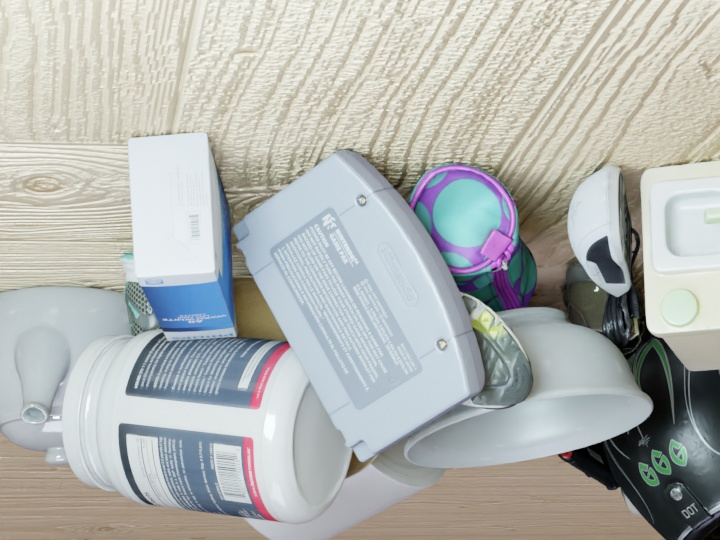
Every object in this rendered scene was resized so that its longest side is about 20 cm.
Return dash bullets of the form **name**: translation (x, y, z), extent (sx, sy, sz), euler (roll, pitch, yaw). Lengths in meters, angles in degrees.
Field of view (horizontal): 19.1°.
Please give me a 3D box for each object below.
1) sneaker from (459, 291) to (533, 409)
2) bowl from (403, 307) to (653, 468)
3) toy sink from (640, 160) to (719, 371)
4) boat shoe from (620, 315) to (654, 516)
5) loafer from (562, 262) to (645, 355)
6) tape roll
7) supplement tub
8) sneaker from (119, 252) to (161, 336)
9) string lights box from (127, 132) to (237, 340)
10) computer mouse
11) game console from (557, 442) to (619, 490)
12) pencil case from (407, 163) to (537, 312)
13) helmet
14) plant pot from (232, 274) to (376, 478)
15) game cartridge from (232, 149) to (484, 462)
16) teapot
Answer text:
- **sneaker**: translation (0.047, 0.043, 1.592), extent (0.200, 0.075, 0.085), euler (29, 180, 22)
- **bowl**: translation (0.124, 0.086, 1.677), extent (0.200, 0.091, 0.201), euler (-9, 162, -3)
- **toy sink**: translation (0.274, -0.009, 1.605), extent (0.112, 0.131, 0.200), euler (-6, 166, 16)
- **boat shoe**: translation (0.262, 0.136, 2.031), extent (0.075, 0.201, 0.093), euler (28, 159, -38)
- **loafer**: translation (0.216, 0.046, 1.916), extent (0.075, 0.070, 0.200), euler (-5, 165, 13)
- **tape roll**: translation (-0.034, 0.126, 1.879), extent (0.139, 0.203, 0.202), euler (-31, 152, 29)
- **supplement tub**: translation (-0.117, 0.119, 1.671), extent (0.199, 0.141, 0.140), euler (5, 169, 25)
- **sneaker**: translation (-0.160, 0.047, 1.834), extent (0.077, 0.092, 0.200), euler (-4, 165, 14)
- **string lights box**: translation (-0.127, -0.020, 1.563), extent (0.059, 0.103, 0.200), euler (-4, 165, 0)
- **computer mouse**: translation (0.186, -0.021, 1.642), extent (0.044, 0.110, 0.200), euler (-1, 156, 12)
- **game console**: translation (0.176, 0.114, 1.979), extent (0.031, 0.177, 0.200), euler (-28, 159, 12)
- **pencil case**: translation (0.087, -0.014, 1.639), extent (0.085, 0.092, 0.200), euler (-41, 164, -1)
- **helmet**: translation (0.308, 0.138, 1.888), extent (0.199, 0.191, 0.200), euler (-18, 154, -9)
- **plant pot**: translation (-0.062, 0.084, 1.728), extent (0.200, 0.200, 0.028), euler (-11, -155, 32)
- **game cartridge**: translation (0.003, 0.022, 1.535), extent (0.133, 0.200, 0.040), euler (-33, 172, 33)
- **teapot**: translation (-0.271, 0.105, 1.934), extent (0.200, 0.147, 0.197), euler (10, 161, -41)
